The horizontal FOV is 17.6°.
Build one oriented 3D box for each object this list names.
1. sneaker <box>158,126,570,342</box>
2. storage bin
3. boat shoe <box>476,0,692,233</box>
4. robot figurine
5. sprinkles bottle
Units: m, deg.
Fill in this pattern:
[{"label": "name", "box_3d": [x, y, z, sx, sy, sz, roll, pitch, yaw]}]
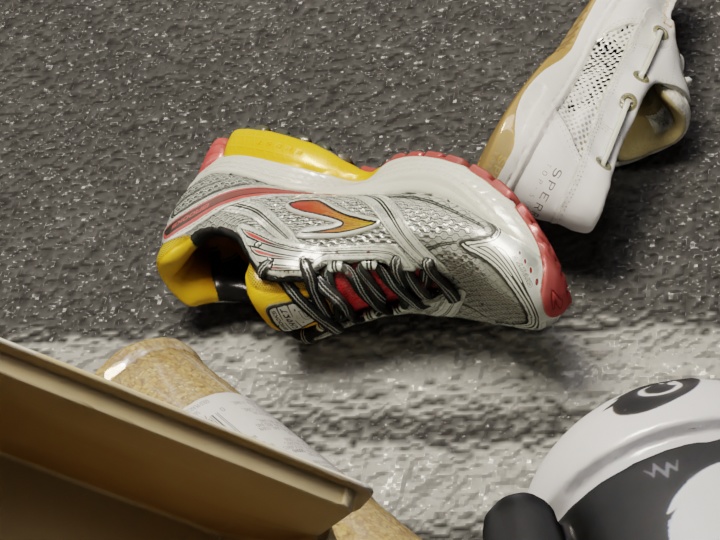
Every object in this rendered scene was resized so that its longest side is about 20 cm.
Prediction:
[{"label": "sneaker", "box_3d": [0.000, 0.000, 0.987, 0.200, 0.078, 0.082, 9, 51, 38]}, {"label": "storage bin", "box_3d": [-0.109, 0.141, 0.740, 0.094, 0.198, 0.201, -25, 46, 58]}, {"label": "boat shoe", "box_3d": [0.116, -0.078, 1.055, 0.069, 0.071, 0.200, 30, 46, 7]}, {"label": "robot figurine", "box_3d": [0.126, 0.126, 0.780, 0.125, 0.150, 0.200, -25, 42, 8]}, {"label": "sprinkles bottle", "box_3d": [-0.032, 0.099, 0.897, 0.068, 0.068, 0.200, -35, 46, -21]}]
